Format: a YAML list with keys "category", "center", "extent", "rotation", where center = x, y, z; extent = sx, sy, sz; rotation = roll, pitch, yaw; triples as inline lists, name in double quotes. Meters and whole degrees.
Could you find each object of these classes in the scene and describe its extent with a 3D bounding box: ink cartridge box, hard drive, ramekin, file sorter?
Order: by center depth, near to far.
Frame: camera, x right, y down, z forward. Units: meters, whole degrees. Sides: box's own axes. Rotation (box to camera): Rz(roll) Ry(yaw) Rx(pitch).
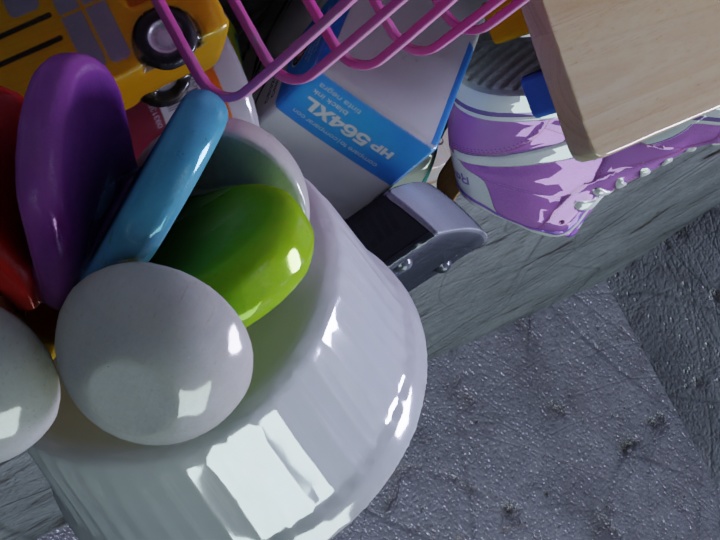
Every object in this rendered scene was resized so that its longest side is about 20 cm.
- category: "file sorter"
  center: [0.005, -0.166, 1.116]
  extent: [0.199, 0.126, 0.139]
  rotation: [-19, 168, -49]
- category: "ramekin"
  center: [-0.077, 0.039, 1.181]
  extent: [0.200, 0.201, 0.098]
  rotation: [-29, 138, 3]
- category: "hard drive"
  center: [0.000, 0.000, 1.386]
  extent: [0.134, 0.042, 0.200]
  rotation: [-33, 174, 9]
- category: "ink cartridge box"
  center: [-0.021, -0.097, 1.388]
  extent: [0.200, 0.084, 0.147]
  rotation: [-38, -154, 50]

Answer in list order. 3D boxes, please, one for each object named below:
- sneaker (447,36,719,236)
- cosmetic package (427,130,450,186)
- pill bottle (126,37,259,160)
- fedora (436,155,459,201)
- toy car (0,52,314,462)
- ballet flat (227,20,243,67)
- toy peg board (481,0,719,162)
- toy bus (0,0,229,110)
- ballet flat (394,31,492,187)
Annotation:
- category: "sneaker"
  center: [0.148, -0.074, 1.396]
  extent: [0.199, 0.073, 0.115]
  rotation: [0, 128, 3]
- category: "cosmetic package"
  center: [0.008, -0.094, 1.681]
  extent: [0.199, 0.104, 0.087]
  rotation: [-23, 172, -41]
- category: "pill bottle"
  center: [-0.160, -0.060, 1.259]
  extent: [0.199, 0.115, 0.114]
  rotation: [-26, 172, -16]
- category: "fedora"
  center: [0.124, -0.102, 1.504]
  extent: [0.201, 0.082, 0.201]
  rotation: [-56, 180, -1]
- category: "toy car"
  center: [-0.122, -0.020, 1.060]
  extent: [0.199, 0.151, 0.175]
  rotation: [-8, -149, 20]
- category: "ballet flat"
  center: [-0.151, -0.076, 1.364]
  extent: [0.199, 0.067, 0.067]
  rotation: [-29, 174, 4]
- category: "toy peg board"
  center: [0.130, -0.174, 1.314]
  extent: [0.199, 0.200, 0.098]
  rotation: [-23, -174, -35]
- category: "toy bus"
  center: [-0.164, -0.092, 1.171]
  extent: [0.199, 0.079, 0.065]
  rotation: [-27, 171, -13]
- category: "ballet flat"
  center: [0.023, -0.098, 1.514]
  extent: [0.069, 0.070, 0.200]
  rotation: [-23, 161, -36]
